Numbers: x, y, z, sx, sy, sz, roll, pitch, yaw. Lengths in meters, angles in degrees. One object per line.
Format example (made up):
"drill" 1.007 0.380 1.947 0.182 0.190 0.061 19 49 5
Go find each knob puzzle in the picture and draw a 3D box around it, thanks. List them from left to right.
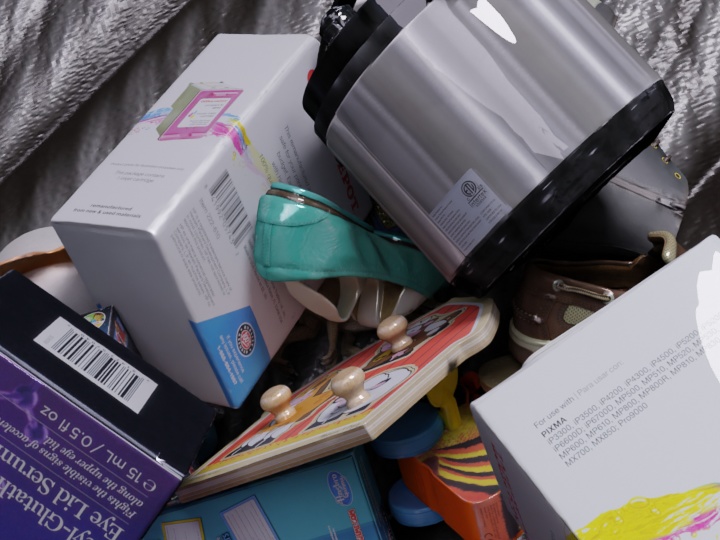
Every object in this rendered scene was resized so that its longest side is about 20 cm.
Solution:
"knob puzzle" 0.000 0.057 0.739 0.218 0.220 0.031 -31 95 0

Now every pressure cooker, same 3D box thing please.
"pressure cooker" 0.064 -0.109 0.736 0.176 0.179 0.200 -44 83 3

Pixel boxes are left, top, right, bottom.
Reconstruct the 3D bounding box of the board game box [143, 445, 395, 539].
"board game box" -0.071 0.202 0.761 0.198 0.047 0.153 -17 97 7

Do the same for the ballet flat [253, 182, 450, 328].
"ballet flat" 0.000 0.000 0.796 0.067 0.199 0.071 17 90 39

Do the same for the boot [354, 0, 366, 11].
"boot" 0.083 -0.222 0.960 0.197 0.073 0.091 -3 53 10

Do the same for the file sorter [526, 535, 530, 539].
"file sorter" 0.188 0.190 0.684 0.198 0.139 0.127 10 67 20

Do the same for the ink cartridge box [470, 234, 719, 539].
"ink cartridge box" 0.168 0.119 0.564 0.144 0.146 0.200 -34 58 -6

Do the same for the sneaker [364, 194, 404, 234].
"sneaker" 0.054 -0.085 0.898 0.199 0.088 0.076 -29 95 24

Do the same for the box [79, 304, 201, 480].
"box" -0.179 0.127 0.788 0.135 0.201 0.038 -17 34 6

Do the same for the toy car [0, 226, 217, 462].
"toy car" -0.210 0.037 0.836 0.175 0.200 0.186 -22 61 5

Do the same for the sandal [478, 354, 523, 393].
"sandal" 0.176 0.093 0.771 0.209 0.070 0.078 -3 24 -9

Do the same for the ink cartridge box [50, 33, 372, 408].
"ink cartridge box" -0.083 -0.038 0.794 0.084 0.145 0.201 7 45 31

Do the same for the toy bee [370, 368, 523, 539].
"toy bee" 0.051 0.099 0.786 0.108 0.132 0.200 -29 46 -27

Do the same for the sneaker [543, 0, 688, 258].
"sneaker" 0.180 -0.094 0.871 0.105 0.075 0.202 12 67 7

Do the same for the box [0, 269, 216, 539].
"box" -0.196 0.127 0.678 0.147 0.104 0.201 34 102 -5

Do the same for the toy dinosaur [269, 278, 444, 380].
"toy dinosaur" -0.036 0.020 0.889 0.199 0.058 0.101 25 58 21

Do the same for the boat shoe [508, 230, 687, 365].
"boat shoe" 0.191 0.015 0.764 0.200 0.076 0.075 -6 22 -14
